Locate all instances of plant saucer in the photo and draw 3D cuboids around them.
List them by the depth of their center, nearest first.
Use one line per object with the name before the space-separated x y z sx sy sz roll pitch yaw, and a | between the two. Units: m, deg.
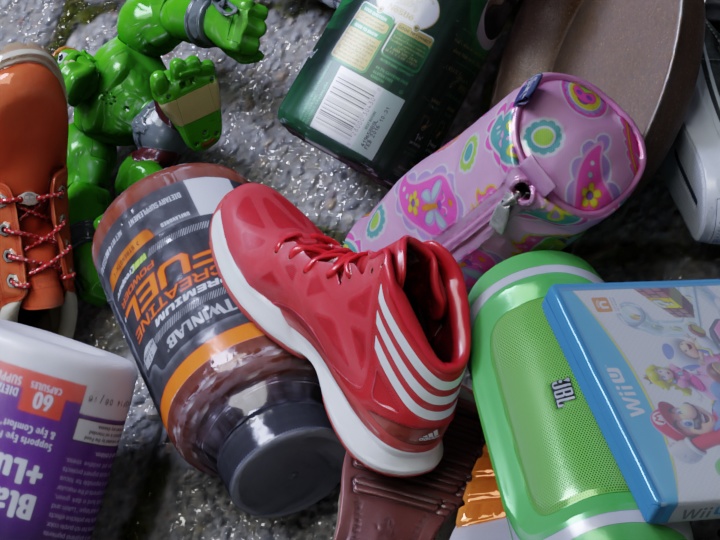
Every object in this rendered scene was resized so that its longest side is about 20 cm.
plant saucer | 0.133 -0.107 1.564 0.200 0.034 0.201 -46 35 45

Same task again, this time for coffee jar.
coffee jar | 0.037 -0.149 1.618 0.085 0.104 0.201 30 92 16

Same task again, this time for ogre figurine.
ogre figurine | -0.133 -0.089 1.702 0.098 0.201 0.120 -3 30 -29

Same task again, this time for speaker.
speaker | 0.106 0.085 1.415 0.088 0.089 0.201 -24 46 11

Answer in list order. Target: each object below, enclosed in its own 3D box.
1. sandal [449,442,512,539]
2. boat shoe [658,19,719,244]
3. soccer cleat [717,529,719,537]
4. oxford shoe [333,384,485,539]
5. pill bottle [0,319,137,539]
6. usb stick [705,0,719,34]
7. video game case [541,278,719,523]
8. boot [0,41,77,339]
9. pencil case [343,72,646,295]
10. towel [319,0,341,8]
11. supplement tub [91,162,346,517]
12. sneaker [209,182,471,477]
sandal | 0.081 0.150 1.458 0.079 0.059 0.207 17 54 24
boat shoe | 0.198 -0.082 1.554 0.070 0.072 0.201 1 43 -10
soccer cleat | 0.201 0.125 1.418 0.201 0.067 0.081 -89 24 -47
oxford shoe | 0.016 0.140 1.500 0.070 0.075 0.200 19 47 10
pill bottle | -0.201 0.132 1.559 0.111 0.111 0.201 16 90 33
usb stick | 0.262 -0.214 1.624 0.055 0.033 0.201 21 72 37
video game case | 0.203 0.060 1.407 0.199 0.018 0.144 -2 47 -25
boot | -0.193 -0.034 1.648 0.075 0.201 0.107 -12 45 -23
pencil case | 0.067 -0.031 1.512 0.200 0.087 0.088 -36 36 54
towel | 0.003 -0.263 1.718 0.165 0.086 0.200 29 78 31
supplement tub | -0.072 0.040 1.581 0.107 0.107 0.200 -32 51 4
sneaker | 0.000 0.000 1.488 0.078 0.116 0.200 -14 54 -39
